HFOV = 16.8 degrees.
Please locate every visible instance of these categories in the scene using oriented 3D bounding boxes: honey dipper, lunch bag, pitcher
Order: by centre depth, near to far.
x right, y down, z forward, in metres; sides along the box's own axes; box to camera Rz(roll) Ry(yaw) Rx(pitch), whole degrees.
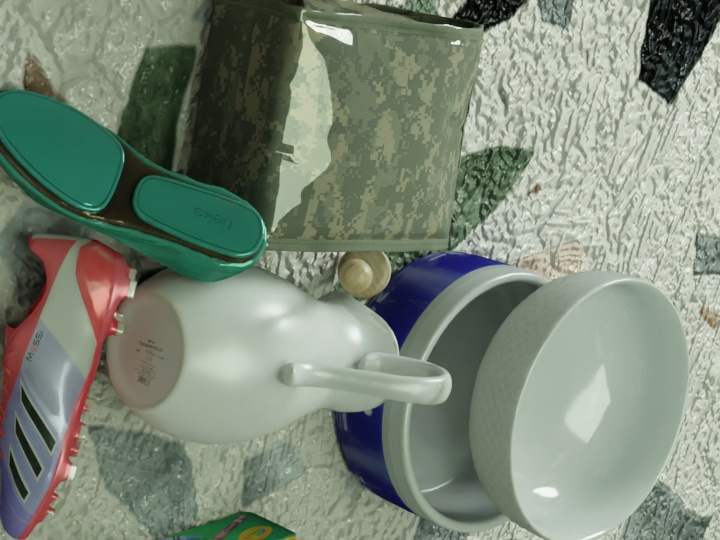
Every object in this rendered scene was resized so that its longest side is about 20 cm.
[{"bbox_3d":[-0.053,0.059,1.620,0.199,0.171,0.122,4,96,-46],"label":"pitcher"},{"bbox_3d":[-0.009,-0.099,1.653,0.199,0.117,0.165,3,100,-40],"label":"lunch bag"},{"bbox_3d":[0.000,0.000,1.662,0.200,0.038,0.038,10,98,-88],"label":"honey dipper"}]

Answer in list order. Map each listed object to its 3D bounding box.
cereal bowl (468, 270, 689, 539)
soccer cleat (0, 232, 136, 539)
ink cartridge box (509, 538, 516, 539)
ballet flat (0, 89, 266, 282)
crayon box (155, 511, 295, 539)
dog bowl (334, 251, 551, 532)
[{"bbox_3d":[0.148,0.093,1.781,0.199,0.083,0.202,-16,114,-40],"label":"cereal bowl"},{"bbox_3d":[-0.205,0.073,1.565,0.076,0.067,0.201,19,100,-8],"label":"soccer cleat"},{"bbox_3d":[0.150,0.323,1.988,0.104,0.059,0.200,-51,132,-20],"label":"ink cartridge box"},{"bbox_3d":[-0.156,-0.045,1.542,0.199,0.070,0.068,26,60,-11],"label":"ballet flat"},{"bbox_3d":[-0.135,0.252,1.683,0.199,0.058,0.120,-13,112,-41],"label":"crayon box"},{"bbox_3d":[0.077,0.089,1.825,0.199,0.079,0.202,-17,115,-40],"label":"dog bowl"}]
